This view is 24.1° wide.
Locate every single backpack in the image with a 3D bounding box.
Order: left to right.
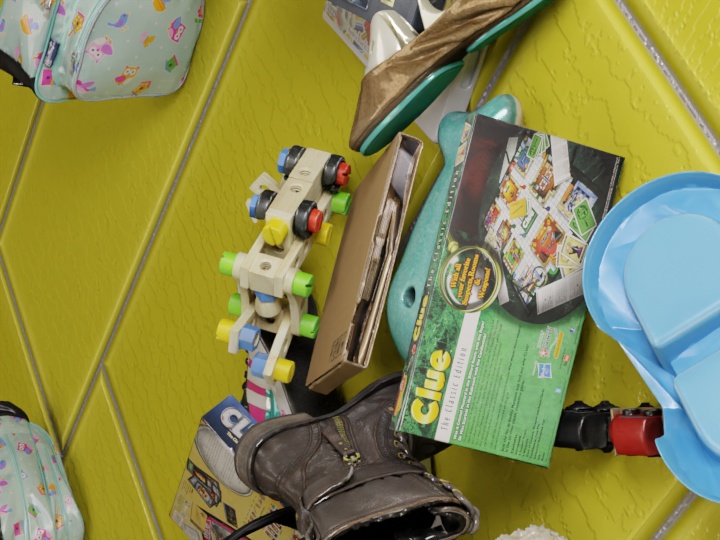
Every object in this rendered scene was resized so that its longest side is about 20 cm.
[{"bbox_3d":[-0.393,0.260,1.902,0.168,0.126,0.200,102,148,-42],"label":"backpack"},{"bbox_3d":[-0.237,-0.260,1.579,0.153,0.175,0.201,30,116,36],"label":"backpack"}]

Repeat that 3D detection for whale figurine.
[{"bbox_3d":[0.070,-0.016,1.123,0.159,0.103,0.202,-12,78,54],"label":"whale figurine"}]

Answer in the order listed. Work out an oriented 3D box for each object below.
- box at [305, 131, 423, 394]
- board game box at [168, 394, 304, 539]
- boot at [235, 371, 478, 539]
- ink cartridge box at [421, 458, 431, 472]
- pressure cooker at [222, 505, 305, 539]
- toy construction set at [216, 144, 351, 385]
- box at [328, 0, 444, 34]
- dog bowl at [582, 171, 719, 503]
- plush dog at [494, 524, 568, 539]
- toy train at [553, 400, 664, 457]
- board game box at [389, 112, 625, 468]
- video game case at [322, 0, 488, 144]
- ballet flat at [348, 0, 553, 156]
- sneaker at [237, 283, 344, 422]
[{"bbox_3d":[0.000,0.000,1.218,0.200,0.021,0.165,133,151,-78],"label":"box"},{"bbox_3d":[-0.087,0.200,1.369,0.136,0.035,0.200,45,150,13],"label":"board game box"},{"bbox_3d":[0.026,0.135,1.100,0.174,0.199,0.070,26,128,59],"label":"boot"},{"bbox_3d":[0.023,0.241,1.280,0.099,0.039,0.202,-14,77,59],"label":"ink cartridge box"},{"bbox_3d":[-0.032,0.263,1.146,0.178,0.176,0.201,-36,82,17],"label":"pressure cooker"},{"bbox_3d":[-0.056,-0.021,1.329,0.201,0.091,0.132,-82,-4,-49],"label":"toy construction set"},{"bbox_3d":[0.007,-0.284,1.168,0.157,0.051,0.201,29,121,20],"label":"box"},{"bbox_3d":[0.200,0.040,0.922,0.111,0.050,0.201,-33,57,16],"label":"dog bowl"},{"bbox_3d":[0.096,0.264,1.023,0.160,0.171,0.202,-2,88,59],"label":"plush dog"},{"bbox_3d":[0.173,0.096,1.012,0.200,0.046,0.034,-6,86,59],"label":"toy train"},{"bbox_3d":[0.091,0.013,1.048,0.023,0.104,0.202,-174,99,-74],"label":"board game box"},{"bbox_3d":[0.043,-0.222,1.246,0.200,0.023,0.183,53,134,45],"label":"video game case"},{"bbox_3d":[0.052,-0.162,1.134,0.200,0.068,0.073,-40,83,29],"label":"ballet flat"},{"bbox_3d":[-0.079,0.094,1.412,0.121,0.083,0.201,-42,57,41],"label":"sneaker"}]
